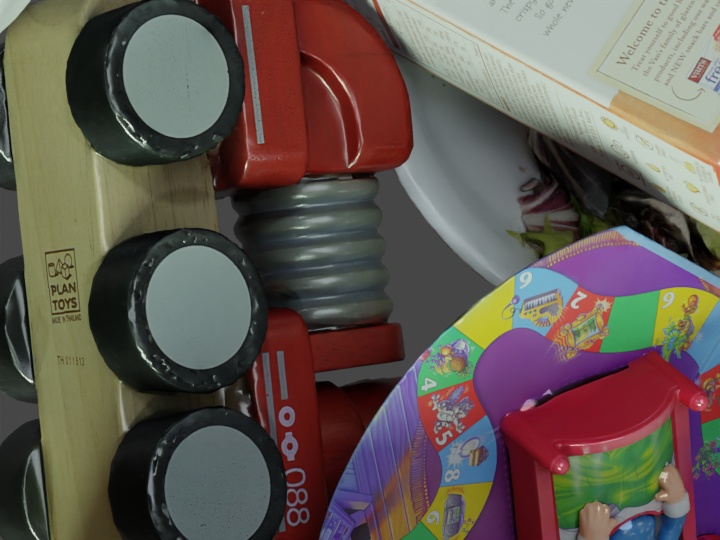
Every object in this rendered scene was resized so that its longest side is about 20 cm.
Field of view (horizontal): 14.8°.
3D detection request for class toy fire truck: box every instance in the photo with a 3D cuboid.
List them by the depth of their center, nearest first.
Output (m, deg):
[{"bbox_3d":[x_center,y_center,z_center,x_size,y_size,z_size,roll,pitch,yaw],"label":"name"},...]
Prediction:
[{"bbox_3d":[0.000,0.000,0.830,0.200,0.129,0.176,-5,88,-36],"label":"toy fire truck"}]

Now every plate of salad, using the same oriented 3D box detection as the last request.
[{"bbox_3d":[0.098,-0.076,0.893,0.200,0.048,0.200,3,81,-16],"label":"plate of salad"}]

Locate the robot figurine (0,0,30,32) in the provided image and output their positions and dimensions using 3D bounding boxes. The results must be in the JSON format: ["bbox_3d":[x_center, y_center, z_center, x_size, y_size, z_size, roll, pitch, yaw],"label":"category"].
[{"bbox_3d":[-0.163,-0.104,0.768,0.200,0.170,0.113,-20,123,-42],"label":"robot figurine"}]

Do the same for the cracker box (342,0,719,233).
[{"bbox_3d":[0.067,-0.114,0.832,0.200,0.058,0.134,32,77,25],"label":"cracker box"}]

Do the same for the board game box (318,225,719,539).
[{"bbox_3d":[0.082,0.081,0.808,0.200,0.039,0.158,26,99,-40],"label":"board game box"}]
